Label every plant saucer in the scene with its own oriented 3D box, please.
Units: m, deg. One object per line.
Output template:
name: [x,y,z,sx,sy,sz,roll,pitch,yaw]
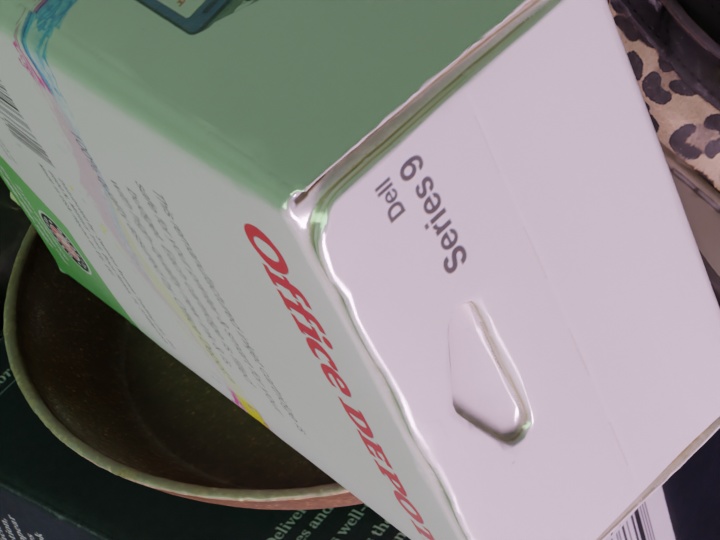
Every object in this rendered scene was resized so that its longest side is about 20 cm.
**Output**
plant saucer: [0.000,0.000,0.730,0.200,0.200,0.037,21,145,38]

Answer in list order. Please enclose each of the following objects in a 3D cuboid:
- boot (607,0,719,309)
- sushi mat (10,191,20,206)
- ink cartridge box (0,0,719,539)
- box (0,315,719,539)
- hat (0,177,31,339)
boot: [0.100,-0.077,0.623,0.200,0.151,0.073,49,173,5]
sushi mat: [-0.006,-0.009,0.705,0.200,0.096,0.012,32,152,43]
ink cartridge box: [-0.019,-0.030,0.608,0.200,0.087,0.145,36,161,44]
box: [-0.006,0.065,0.769,0.200,0.148,0.107,22,146,37]
hat: [-0.158,-0.035,0.948,0.200,0.081,0.201,16,114,40]
